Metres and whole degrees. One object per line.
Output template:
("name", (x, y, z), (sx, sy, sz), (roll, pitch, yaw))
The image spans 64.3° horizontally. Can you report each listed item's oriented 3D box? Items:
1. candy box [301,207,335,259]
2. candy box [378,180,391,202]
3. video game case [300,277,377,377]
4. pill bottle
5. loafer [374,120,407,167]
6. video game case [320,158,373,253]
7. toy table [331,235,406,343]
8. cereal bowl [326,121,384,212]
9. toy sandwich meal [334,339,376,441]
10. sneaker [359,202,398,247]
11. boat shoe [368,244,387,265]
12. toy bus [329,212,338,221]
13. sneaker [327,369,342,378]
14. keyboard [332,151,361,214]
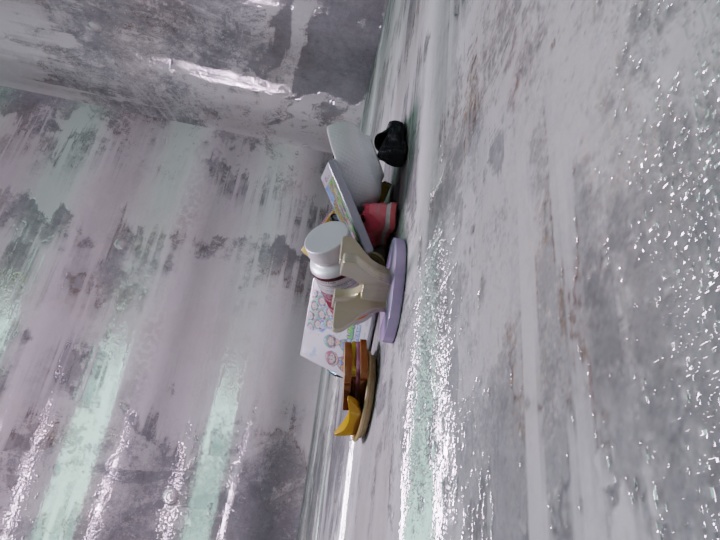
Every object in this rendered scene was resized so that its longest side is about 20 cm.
("candy box", (-0.073, -0.124, 1.549), (0.117, 0.056, 0.201), (-43, 11, 42))
("candy box", (0.023, -0.119, 1.390), (0.102, 0.026, 0.203), (-50, -15, -77))
("video game case", (-0.053, 0.138, 1.331), (0.024, 0.180, 0.204), (-13, -61, -55))
("pill bottle", (-0.038, 0.007, 1.185), (0.115, 0.112, 0.202), (-86, -21, -49))
("loafer", (0.066, -0.298, 1.309), (0.202, 0.069, 0.069), (-88, 13, -57))
("video game case", (-0.033, -0.127, 1.241), (0.182, 0.022, 0.203), (176, 70, -82))
("toy table", (0.013, 0.027, 1.045), (0.185, 0.115, 0.203), (106, 171, -49))
("cereal bowl", (-0.001, -0.237, 1.265), (0.200, 0.082, 0.203), (-21, -89, -84))
("toy sandwich meal", (-0.015, 0.249, 1.181), (0.205, 0.069, 0.209), (-170, 90, -85))
("sneaker", (0.028, -0.102, 1.277), (0.201, 0.085, 0.075), (111, 168, -68))
("boat shoe", (0.008, 0.012, 1.313), (0.066, 0.072, 0.201), (-48, -2, -40))
("toy bus", (-0.033, -0.118, 1.426), (0.201, 0.077, 0.066), (-61, -6, -47))
("sneaker", (-0.048, 0.211, 1.578), (0.201, 0.078, 0.097), (-90, 13, -60))
("keyboard", (-0.026, -0.190, 1.340), (0.200, 0.020, 0.129), (38, -148, -74))
